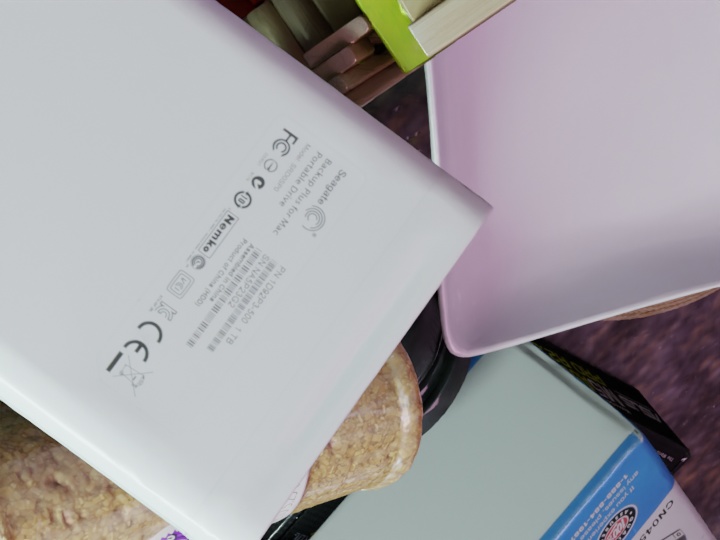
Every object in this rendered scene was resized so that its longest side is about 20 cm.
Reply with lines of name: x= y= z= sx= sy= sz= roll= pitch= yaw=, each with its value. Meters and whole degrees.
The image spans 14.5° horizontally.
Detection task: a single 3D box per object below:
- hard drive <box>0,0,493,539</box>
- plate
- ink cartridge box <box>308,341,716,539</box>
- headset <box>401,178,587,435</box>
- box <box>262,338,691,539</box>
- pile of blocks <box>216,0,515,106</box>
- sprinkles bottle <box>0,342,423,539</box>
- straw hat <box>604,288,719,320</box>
hard drive: x=-0.078 y=-0.025 z=0.819 sx=0.132 sy=0.200 sz=0.026 roll=-54 pitch=179 yaw=-19
plate: x=0.097 y=-0.087 z=1.004 sx=0.199 sy=0.032 sz=0.201 roll=-14 pitch=106 yaw=-29
ink cartridge box: x=0.067 y=0.134 z=1.124 sx=0.145 sy=0.084 sz=0.200 roll=-49 pitch=147 yaw=-6
headset: x=0.000 y=0.000 z=1.046 sx=0.199 sy=0.094 sz=0.124 roll=-20 pitch=128 yaw=-5
box: x=0.030 y=0.097 z=1.184 sx=0.160 sy=0.044 sz=0.200 roll=-48 pitch=143 yaw=11
pile of blocks: x=-0.021 y=-0.075 z=0.897 sx=0.200 sy=0.062 sz=0.082 roll=-33 pitch=-178 yaw=39
sprinkles bottle: x=-0.074 y=0.062 z=0.895 sx=0.199 sy=0.068 sz=0.068 roll=-17 pitch=138 yaw=-37
straw hat: x=0.165 y=-0.030 z=1.134 sx=0.200 sy=0.085 sz=0.202 roll=-24 pitch=140 yaw=-21
